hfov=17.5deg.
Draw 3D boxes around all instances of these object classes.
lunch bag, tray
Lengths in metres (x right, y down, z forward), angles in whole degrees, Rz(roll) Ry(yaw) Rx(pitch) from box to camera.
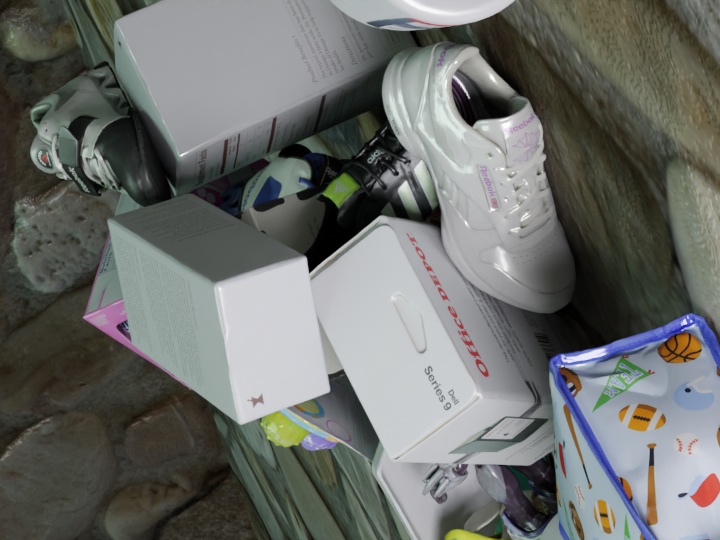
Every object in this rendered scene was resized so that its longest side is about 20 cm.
[{"bbox_3d":[0.196,0.156,1.350,0.171,0.123,0.201,78,172,-47],"label":"lunch bag"},{"bbox_3d":[0.054,0.169,1.757,0.201,0.022,0.108,62,-141,-43],"label":"tray"}]

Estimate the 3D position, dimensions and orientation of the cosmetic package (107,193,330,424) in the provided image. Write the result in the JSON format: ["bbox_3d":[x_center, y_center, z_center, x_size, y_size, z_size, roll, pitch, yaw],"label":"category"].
[{"bbox_3d":[-0.100,0.022,1.603,0.200,0.071,0.102,30,133,60],"label":"cosmetic package"}]

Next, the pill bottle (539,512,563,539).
[{"bbox_3d":[0.179,0.208,1.593,0.105,0.104,0.200,66,170,-4],"label":"pill bottle"}]

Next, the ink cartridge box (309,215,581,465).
[{"bbox_3d":[0.066,0.050,1.589,0.200,0.084,0.147,10,-133,-58],"label":"ink cartridge box"}]

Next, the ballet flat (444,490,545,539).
[{"bbox_3d":[0.121,0.205,1.796,0.200,0.066,0.068,-12,-91,-57],"label":"ballet flat"}]

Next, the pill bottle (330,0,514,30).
[{"bbox_3d":[0.029,-0.202,1.373,0.120,0.119,0.200,67,169,-10],"label":"pill bottle"}]

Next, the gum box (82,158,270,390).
[{"bbox_3d":[-0.137,-0.015,1.854,0.113,0.201,0.066,36,141,-30],"label":"gum box"}]

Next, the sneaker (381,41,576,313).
[{"bbox_3d":[0.088,-0.059,1.526,0.201,0.075,0.099,58,151,-11],"label":"sneaker"}]

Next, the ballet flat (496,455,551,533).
[{"bbox_3d":[0.114,0.136,1.892,0.067,0.068,0.202,-125,22,-72],"label":"ballet flat"}]

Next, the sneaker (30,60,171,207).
[{"bbox_3d":[-0.202,-0.087,1.771,0.200,0.088,0.075,-128,16,-60],"label":"sneaker"}]

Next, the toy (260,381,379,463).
[{"bbox_3d":[-0.063,0.098,1.769,0.199,0.047,0.115,36,-164,-15],"label":"toy"}]

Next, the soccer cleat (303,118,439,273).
[{"bbox_3d":[0.020,-0.063,1.605,0.068,0.081,0.201,47,118,40],"label":"soccer cleat"}]

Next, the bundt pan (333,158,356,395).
[{"bbox_3d":[-0.019,-0.002,1.868,0.202,0.075,0.203,-39,41,45],"label":"bundt pan"}]

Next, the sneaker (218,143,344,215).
[{"bbox_3d":[-0.049,-0.026,1.773,0.115,0.080,0.200,-47,37,34],"label":"sneaker"}]

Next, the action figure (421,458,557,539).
[{"bbox_3d":[0.098,0.136,1.711,0.200,0.130,0.069,49,141,-11],"label":"action figure"}]

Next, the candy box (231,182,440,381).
[{"bbox_3d":[0.000,0.000,1.717,0.061,0.199,0.137,-21,88,51],"label":"candy box"}]

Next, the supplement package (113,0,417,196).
[{"bbox_3d":[-0.073,-0.159,1.757,0.118,0.199,0.117,64,170,9],"label":"supplement package"}]
